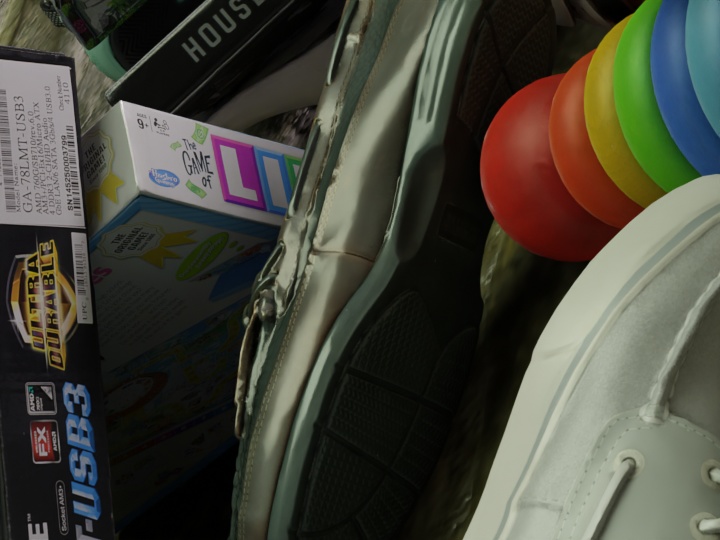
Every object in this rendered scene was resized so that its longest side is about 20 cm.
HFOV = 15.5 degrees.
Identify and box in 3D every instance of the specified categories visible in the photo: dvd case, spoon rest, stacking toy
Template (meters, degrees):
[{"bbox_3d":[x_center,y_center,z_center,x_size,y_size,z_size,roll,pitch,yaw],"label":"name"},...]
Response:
[{"bbox_3d":[-0.013,-0.108,0.950,0.150,0.025,0.200,-42,2,8],"label":"dvd case"},{"bbox_3d":[-0.009,-0.067,0.943,0.200,0.060,0.099,-55,3,5],"label":"spoon rest"},{"bbox_3d":[0.096,-0.045,0.698,0.200,0.085,0.086,-27,34,63],"label":"stacking toy"}]

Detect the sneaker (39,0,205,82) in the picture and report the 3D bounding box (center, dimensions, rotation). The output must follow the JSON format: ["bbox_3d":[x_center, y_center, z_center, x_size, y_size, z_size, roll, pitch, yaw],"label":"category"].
[{"bbox_3d":[-0.056,-0.167,1.112,0.200,0.078,0.140,-39,31,-10],"label":"sneaker"}]

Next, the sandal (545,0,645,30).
[{"bbox_3d":[0.062,-0.115,0.844,0.059,0.080,0.207,-10,16,-5],"label":"sandal"}]

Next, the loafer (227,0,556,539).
[{"bbox_3d":[0.000,0.000,0.787,0.063,0.072,0.201,12,75,35],"label":"loafer"}]

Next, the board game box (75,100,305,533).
[{"bbox_3d":[-0.081,0.024,0.874,0.200,0.134,0.034,-38,54,37],"label":"board game box"}]

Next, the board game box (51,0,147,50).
[{"bbox_3d":[-0.057,-0.185,1.008,0.200,0.062,0.200,-41,29,4],"label":"board game box"}]

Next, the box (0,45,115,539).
[{"bbox_3d":[-0.158,0.048,0.821,0.199,0.050,0.200,-13,78,44],"label":"box"}]

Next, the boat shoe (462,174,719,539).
[{"bbox_3d":[0.061,0.069,0.610,0.068,0.072,0.200,17,66,46],"label":"boat shoe"}]
